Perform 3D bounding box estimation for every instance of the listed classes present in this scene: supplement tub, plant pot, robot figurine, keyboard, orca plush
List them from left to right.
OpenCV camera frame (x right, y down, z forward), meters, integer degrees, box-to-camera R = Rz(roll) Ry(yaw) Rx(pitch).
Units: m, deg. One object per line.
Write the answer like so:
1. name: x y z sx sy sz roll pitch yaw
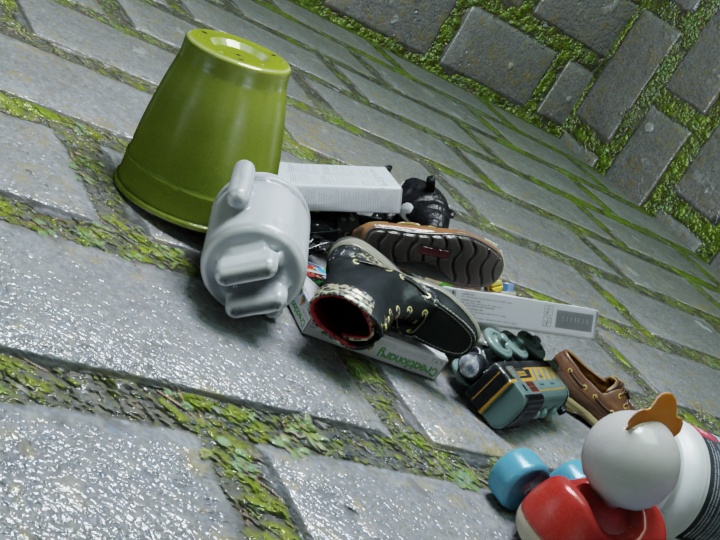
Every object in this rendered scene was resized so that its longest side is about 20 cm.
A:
1. plant pot: -0.170 -0.172 1.324 0.198 0.195 0.201 19 21 -8
2. robot figurine: -0.111 -0.031 1.209 0.111 0.171 0.201 -7 33 4
3. keyboard: -0.114 -0.037 1.382 0.104 0.040 0.199 29 23 35
4. orca plush: 0.085 -0.099 1.584 0.104 0.072 0.200 7 24 5
5. supplement tub: 0.375 0.251 1.281 0.198 0.141 0.141 24 19 -26

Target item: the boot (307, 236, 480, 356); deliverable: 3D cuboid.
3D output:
1. boot: 0.036 0.056 1.239 0.202 0.074 0.154 34 25 -3

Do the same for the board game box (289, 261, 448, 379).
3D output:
1. board game box: 0.001 0.055 1.333 0.198 0.035 0.127 22 21 -31

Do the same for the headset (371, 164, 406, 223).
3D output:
1. headset: 0.066 -0.074 1.695 0.123 0.094 0.200 16 26 -44

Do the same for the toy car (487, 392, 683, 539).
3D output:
1. toy car: 0.263 0.209 1.100 0.176 0.201 0.185 18 23 -39

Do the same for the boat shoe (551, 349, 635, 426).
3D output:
1. boat shoe: 0.338 0.181 1.526 0.199 0.068 0.072 33 17 0

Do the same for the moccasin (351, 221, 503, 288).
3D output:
1. moccasin: 0.085 -0.022 1.413 0.199 0.075 0.078 5 12 -14

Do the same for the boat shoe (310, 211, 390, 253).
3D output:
1. boat shoe: -0.024 -0.061 1.549 0.199 0.067 0.070 14 25 -46

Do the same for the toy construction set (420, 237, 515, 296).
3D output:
1. toy construction set: 0.149 0.015 1.550 0.129 0.093 0.200 6 -10 10

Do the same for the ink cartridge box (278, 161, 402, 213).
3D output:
1. ink cartridge box: -0.051 -0.116 1.534 0.197 0.041 0.200 4 13 -5

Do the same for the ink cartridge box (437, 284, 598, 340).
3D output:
1. ink cartridge box: 0.183 0.051 1.454 0.197 0.044 0.173 9 1 -13

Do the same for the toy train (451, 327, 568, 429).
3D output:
1. toy train: 0.191 0.137 1.383 0.114 0.085 0.199 55 23 23
